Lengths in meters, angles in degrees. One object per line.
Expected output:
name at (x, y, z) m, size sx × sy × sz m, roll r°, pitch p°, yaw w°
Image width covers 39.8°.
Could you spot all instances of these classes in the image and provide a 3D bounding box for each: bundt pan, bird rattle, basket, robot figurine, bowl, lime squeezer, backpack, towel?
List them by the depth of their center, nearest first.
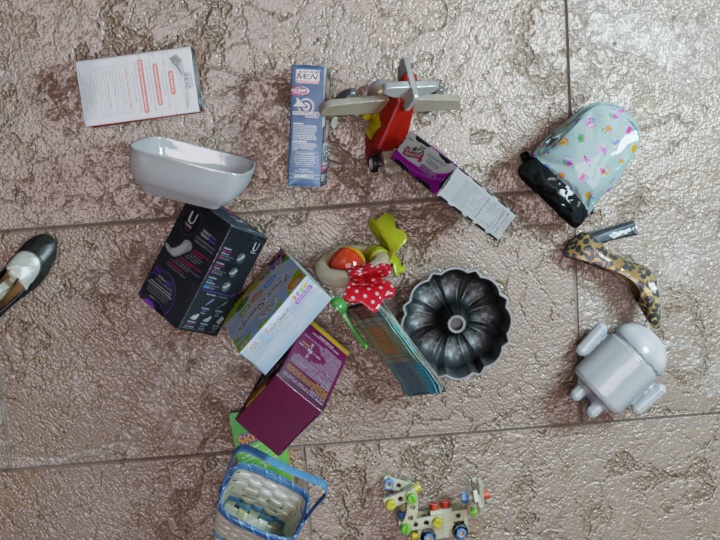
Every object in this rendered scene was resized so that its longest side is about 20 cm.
bowl at (-0.281, -0.161, 1.660) m, size 0.198 × 0.200 × 0.075 m, roll 13°, pitch 104°, yaw -1°
bird rattle at (0.000, 0.000, 1.705) m, size 0.161 × 0.201 × 0.114 m, roll -1°, pitch 125°, yaw 26°
backpack at (0.390, -0.193, 1.711) m, size 0.167 × 0.127 × 0.200 m, roll 44°, pitch 92°, yaw -4°
basket at (-0.170, 0.401, 1.741) m, size 0.175 × 0.140 × 0.201 m, roll 28°, pitch 128°, yaw -6°
towel at (0.060, 0.139, 1.746) m, size 0.022 × 0.146 × 0.201 m, roll -40°, pitch 98°, yaw -22°
bundt pan at (0.167, 0.088, 1.771) m, size 0.199 × 0.076 × 0.204 m, roll 0°, pitch 99°, yaw -1°
robot figurine at (0.463, 0.175, 1.775) m, size 0.200 × 0.113 × 0.170 m, roll -43°, pitch 81°, yaw 5°
lime squeezer at (-0.068, 0.075, 1.778) m, size 0.198 × 0.038 × 0.071 m, roll 19°, pitch 104°, yaw 11°

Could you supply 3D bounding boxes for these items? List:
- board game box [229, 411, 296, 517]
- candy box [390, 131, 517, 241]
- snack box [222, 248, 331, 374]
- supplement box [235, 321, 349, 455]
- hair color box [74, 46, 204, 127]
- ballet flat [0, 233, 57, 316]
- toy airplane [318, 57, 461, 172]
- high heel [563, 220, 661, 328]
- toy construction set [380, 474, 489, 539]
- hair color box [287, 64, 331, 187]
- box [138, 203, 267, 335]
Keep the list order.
board game box at (-0.177, 0.348, 1.825) m, size 0.094 × 0.030 × 0.202 m, roll -10°, pitch 102°, yaw -1°
candy box at (0.158, -0.139, 1.659) m, size 0.061 × 0.136 × 0.199 m, roll -52°, pitch 138°, yaw 7°
snack box at (-0.147, 0.064, 1.685) m, size 0.068 × 0.200 × 0.169 m, roll 42°, pitch 89°, yaw -23°
supplement box at (-0.113, 0.196, 1.702) m, size 0.103 × 0.200 × 0.131 m, roll 40°, pitch 117°, yaw -7°
hair color box at (-0.376, -0.313, 1.701) m, size 0.198 × 0.064 × 0.112 m, roll -7°, pitch 98°, yaw 1°
ballet flat at (-0.607, 0.021, 1.741) m, size 0.068 × 0.068 × 0.200 m, roll 41°, pitch 95°, yaw -6°
toy airplane at (0.050, -0.278, 1.670) m, size 0.198 × 0.142 × 0.200 m, roll -34°, pitch 142°, yaw 14°
high heel at (0.448, 0.022, 1.765) m, size 0.141 × 0.071 × 0.202 m, roll -16°, pitch 81°, yaw -5°
toy construction set at (0.140, 0.432, 1.822) m, size 0.198 × 0.092 × 0.133 m, roll -6°, pitch 99°, yaw 10°
hair color box at (-0.086, -0.246, 1.699) m, size 0.060 × 0.100 × 0.203 m, roll 3°, pitch 99°, yaw 3°
box at (-0.270, -0.007, 1.706) m, size 0.122 × 0.106 × 0.201 m, roll 34°, pitch 99°, yaw 32°
